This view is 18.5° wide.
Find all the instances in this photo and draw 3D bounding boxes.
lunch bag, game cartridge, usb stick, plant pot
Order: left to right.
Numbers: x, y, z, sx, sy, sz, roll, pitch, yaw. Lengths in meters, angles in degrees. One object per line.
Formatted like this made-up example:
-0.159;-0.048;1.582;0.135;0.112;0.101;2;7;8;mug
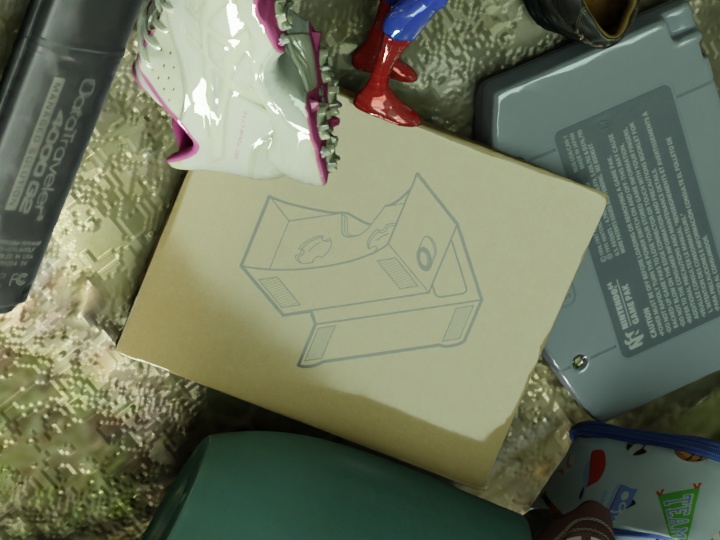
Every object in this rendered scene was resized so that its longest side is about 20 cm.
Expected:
-0.148;-0.070;1.023;0.055;0.033;0.201;4;119;-43;usb stick
-0.035;0.172;1.080;0.161;0.201;0.201;29;100;-7;plant pot
0.134;-0.026;1.141;0.133;0.040;0.201;-24;115;-11;game cartridge
0.196;0.159;1.156;0.200;0.160;0.076;41;68;-29;lunch bag

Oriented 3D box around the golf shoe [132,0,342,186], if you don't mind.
-0.067;-0.112;0.981;0.091;0.076;0.200;-4;134;12;golf shoe

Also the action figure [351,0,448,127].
0.047;-0.163;1.017;0.051;0.066;0.201;16;125;-7;action figure

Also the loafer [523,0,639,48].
0.115;-0.204;1.046;0.072;0.072;0.201;-10;112;-12;loafer

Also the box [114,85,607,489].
0.000;0.000;1.091;0.199;0.021;0.164;21;102;-8;box

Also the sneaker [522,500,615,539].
0.082;0.194;1.105;0.075;0.116;0.200;26;124;-9;sneaker
